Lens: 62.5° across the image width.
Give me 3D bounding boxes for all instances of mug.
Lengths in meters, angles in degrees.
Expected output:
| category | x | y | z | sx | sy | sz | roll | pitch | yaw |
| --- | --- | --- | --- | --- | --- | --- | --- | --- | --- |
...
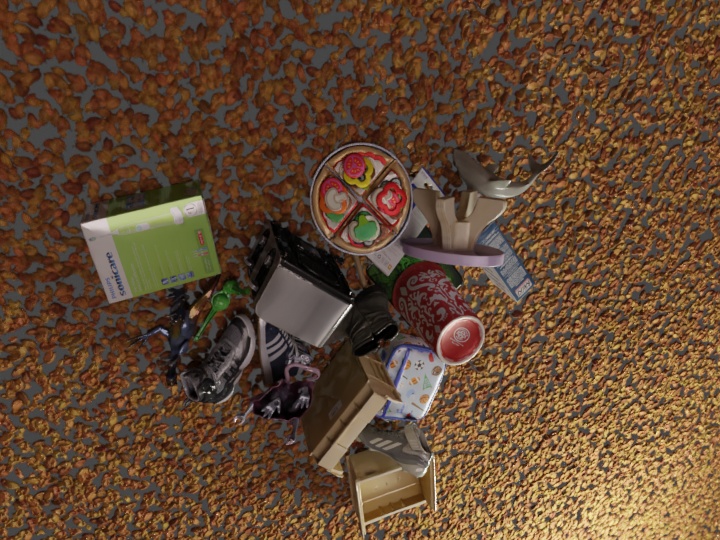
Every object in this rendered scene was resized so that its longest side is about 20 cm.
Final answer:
| category | x | y | z | sx | sy | sz | roll | pitch | yaw |
| --- | --- | --- | --- | --- | --- | --- | --- | --- | --- |
| mug | 0.178 | 0.084 | 1.201 | 0.171 | 0.201 | 0.138 | -5 | 117 | -18 |

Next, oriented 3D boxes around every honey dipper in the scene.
| category | x | y | z | sx | sy | sz | roll | pitch | yaw |
| --- | --- | --- | --- | --- | --- | --- | --- | --- | --- |
| honey dipper | 0.000 | 0.000 | 1.199 | 0.037 | 0.038 | 0.204 | -23 | 125 | -8 |

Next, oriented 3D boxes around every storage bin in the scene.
| category | x | y | z | sx | sy | sz | roll | pitch | yaw |
| --- | --- | --- | --- | --- | --- | --- | --- | --- | --- |
| storage bin | -0.027 | 0.279 | 1.229 | 0.093 | 0.199 | 0.202 | 33 | 101 | -27 |
| storage bin | 0.075 | 0.523 | 1.438 | 0.193 | 0.094 | 0.205 | -14 | 119 | -14 |

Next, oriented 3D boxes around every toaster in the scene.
| category | x | y | z | sx | sy | sz | roll | pitch | yaw |
| --- | --- | --- | --- | --- | --- | --- | --- | --- | --- |
| toaster | -0.110 | 0.022 | 1.083 | 0.197 | 0.182 | 0.120 | 30 | 106 | -29 |

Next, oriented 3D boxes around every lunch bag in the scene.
| category | x | y | z | sx | sy | sz | roll | pitch | yaw |
| --- | --- | --- | --- | --- | --- | --- | --- | --- | --- |
| lunch bag | 0.098 | 0.246 | 1.333 | 0.155 | 0.076 | 0.206 | 12 | 109 | -23 |

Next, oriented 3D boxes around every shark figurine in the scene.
| category | x | y | z | sx | sy | sz | roll | pitch | yaw |
| --- | --- | --- | --- | --- | --- | --- | --- | --- | --- |
| shark figurine | 0.289 | -0.178 | 1.166 | 0.206 | 0.089 | 0.133 | -2 | 86 | -13 |

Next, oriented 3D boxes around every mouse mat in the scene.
| category | x | y | z | sx | sy | sz | roll | pitch | yaw |
| --- | --- | --- | --- | --- | --- | --- | --- | --- | --- |
| mouse mat | 0.119 | 0.012 | 1.264 | 0.160 | 0.008 | 0.201 | -41 | 123 | 2 |

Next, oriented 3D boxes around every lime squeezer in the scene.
| category | x | y | z | sx | sy | sz | roll | pitch | yaw |
| --- | --- | --- | --- | --- | --- | --- | --- | --- | --- |
| lime squeezer | -0.254 | 0.063 | 1.116 | 0.037 | 0.073 | 0.198 | 17 | 139 | -39 |

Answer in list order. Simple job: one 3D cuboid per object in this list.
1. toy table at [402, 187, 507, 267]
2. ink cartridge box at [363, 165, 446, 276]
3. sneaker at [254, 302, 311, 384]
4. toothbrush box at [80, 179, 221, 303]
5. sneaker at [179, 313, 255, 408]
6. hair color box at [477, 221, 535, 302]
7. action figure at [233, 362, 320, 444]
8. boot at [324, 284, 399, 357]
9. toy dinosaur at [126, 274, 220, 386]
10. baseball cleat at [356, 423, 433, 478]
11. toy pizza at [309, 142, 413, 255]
| category | x | y | z | sx | sy | sz | roll | pitch | yaw |
| --- | --- | --- | --- | --- | --- | --- | --- | --- | --- |
| toy table | 0.172 | -0.083 | 1.097 | 0.193 | 0.184 | 0.122 | 8 | 105 | 17 |
| ink cartridge box | 0.080 | -0.098 | 1.162 | 0.202 | 0.037 | 0.094 | -52 | 128 | -2 |
| sneaker | -0.153 | 0.135 | 1.182 | 0.105 | 0.071 | 0.206 | -7 | 124 | -11 |
| toothbrush box | -0.350 | -0.052 | 1.007 | 0.194 | 0.086 | 0.150 | -16 | 120 | -13 |
| sneaker | -0.275 | 0.179 | 1.130 | 0.113 | 0.075 | 0.204 | -9 | 129 | -59 |
| hair color box | 0.280 | -0.034 | 1.247 | 0.060 | 0.100 | 0.201 | -41 | 122 | 0 |
| action figure | -0.170 | 0.257 | 1.191 | 0.130 | 0.200 | 0.153 | 22 | 74 | -9 |
| boot | -0.018 | 0.120 | 1.178 | 0.197 | 0.132 | 0.068 | -33 | 124 | 15 |
| toy dinosaur | -0.330 | 0.130 | 1.109 | 0.195 | 0.106 | 0.185 | -21 | 142 | -24 |
| baseball cleat | 0.076 | 0.378 | 1.345 | 0.109 | 0.196 | 0.069 | -66 | 162 | 11 |
| toy pizza | 0.002 | -0.130 | 1.090 | 0.192 | 0.032 | 0.208 | 0 | 97 | -3 |
